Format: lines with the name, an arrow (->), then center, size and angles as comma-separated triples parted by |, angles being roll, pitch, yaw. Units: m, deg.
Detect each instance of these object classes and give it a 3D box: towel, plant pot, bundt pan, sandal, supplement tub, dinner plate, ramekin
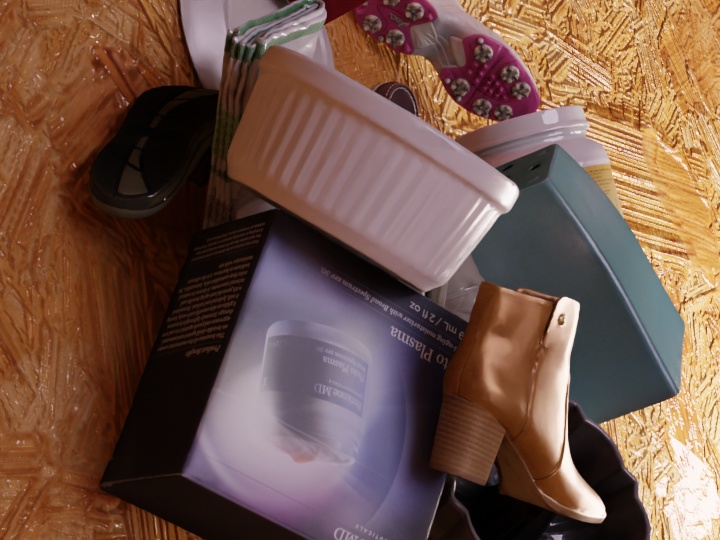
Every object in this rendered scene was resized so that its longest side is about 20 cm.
towel -> -0.068, -0.092, 1.480 | 0.149, 0.031, 0.200 | -37, 139, -62
plant pot -> 0.157, 0.012, 1.636 | 0.200, 0.141, 0.141 | 62, 20, -16
bundt pan -> 0.118, 0.181, 1.508 | 0.202, 0.076, 0.202 | 25, 44, -26
sandal -> -0.139, -0.082, 1.450 | 0.201, 0.080, 0.057 | -52, 150, -52
supplement tub -> 0.166, -0.036, 1.801 | 0.144, 0.144, 0.200 | -9, 83, -57
dinner plate -> -0.074, -0.186, 1.625 | 0.200, 0.024, 0.200 | 27, 56, -48
ramekin -> 0.000, -0.064, 1.369 | 0.202, 0.202, 0.094 | 31, 90, -46

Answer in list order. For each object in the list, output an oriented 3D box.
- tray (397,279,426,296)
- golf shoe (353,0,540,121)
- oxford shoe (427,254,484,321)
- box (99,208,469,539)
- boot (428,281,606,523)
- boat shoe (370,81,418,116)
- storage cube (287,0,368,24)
tray -> 0.042, 0.041, 1.594 | 0.200, 0.022, 0.108 | 85, 5, -66
golf shoe -> 0.084, -0.212, 1.797 | 0.200, 0.075, 0.092 | 37, 32, -20
oxford shoe -> 0.078, 0.029, 1.547 | 0.075, 0.058, 0.200 | -82, 171, -62
box -> -0.040, 0.096, 1.380 | 0.200, 0.123, 0.199 | 30, 67, -28
boot -> 0.131, 0.091, 1.404 | 0.201, 0.071, 0.144 | 26, 82, -47
boat shoe -> 0.031, -0.079, 1.660 | 0.072, 0.072, 0.200 | 41, 45, -33
storage cube -> -0.011, -0.338, 1.617 | 0.171, 0.180, 0.200 | 45, 30, -36
